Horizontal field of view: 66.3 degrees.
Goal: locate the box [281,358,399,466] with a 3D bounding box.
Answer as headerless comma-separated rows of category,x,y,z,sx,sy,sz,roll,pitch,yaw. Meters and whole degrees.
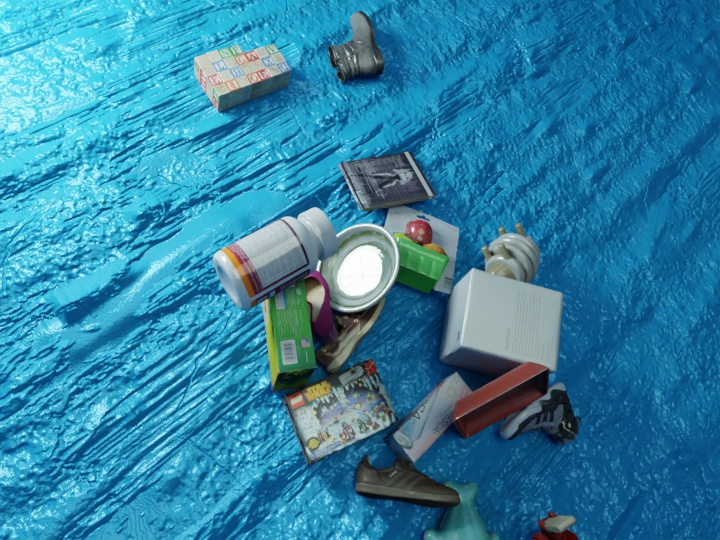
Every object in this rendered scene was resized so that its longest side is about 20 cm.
box,-0.038,0.273,1.081,0.197,0.040,0.139,-19,74,-23

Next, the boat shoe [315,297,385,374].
boat shoe,-0.023,0.116,1.138,0.072,0.072,0.201,39,68,0

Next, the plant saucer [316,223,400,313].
plant saucer,0.000,0.000,1.168,0.197,0.050,0.204,-12,62,23

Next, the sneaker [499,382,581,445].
sneaker,0.391,0.329,1.173,0.198,0.076,0.115,-26,75,-28

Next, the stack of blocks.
stack of blocks,-0.278,-0.470,1.308,0.198,0.059,0.116,-29,79,-26

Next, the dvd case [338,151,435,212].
dvd case,0.064,-0.215,1.317,0.197,0.016,0.150,-13,59,-21

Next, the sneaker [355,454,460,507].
sneaker,0.090,0.392,1.034,0.196,0.071,0.077,7,59,4

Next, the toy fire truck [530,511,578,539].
toy fire truck,0.331,0.518,0.996,0.175,0.128,0.202,-36,116,-27

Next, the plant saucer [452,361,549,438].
plant saucer,0.270,0.249,1.072,0.198,0.200,0.037,-30,60,2

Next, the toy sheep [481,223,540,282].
toy sheep,0.355,-0.028,1.285,0.138,0.138,0.200,46,58,6

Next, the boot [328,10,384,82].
boot,-0.026,-0.589,1.438,0.129,0.070,0.203,-13,68,-17

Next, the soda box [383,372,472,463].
soda box,0.142,0.297,1.116,0.199,0.064,0.069,-37,82,-28

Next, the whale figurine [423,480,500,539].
whale figurine,0.197,0.497,1.026,0.156,0.104,0.203,11,63,-12

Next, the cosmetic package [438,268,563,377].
cosmetic package,0.287,0.120,1.144,0.196,0.168,0.169,15,71,-4

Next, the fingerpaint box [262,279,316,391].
fingerpaint box,-0.139,0.109,1.047,0.072,0.167,0.203,-5,68,-15

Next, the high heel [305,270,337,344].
high heel,-0.097,0.046,1.105,0.067,0.096,0.201,-29,56,0

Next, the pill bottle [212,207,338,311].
pill bottle,-0.142,-0.025,0.948,0.198,0.110,0.110,-31,79,-23

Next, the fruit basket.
fruit basket,0.132,-0.053,1.261,0.182,0.094,0.202,21,48,-8
